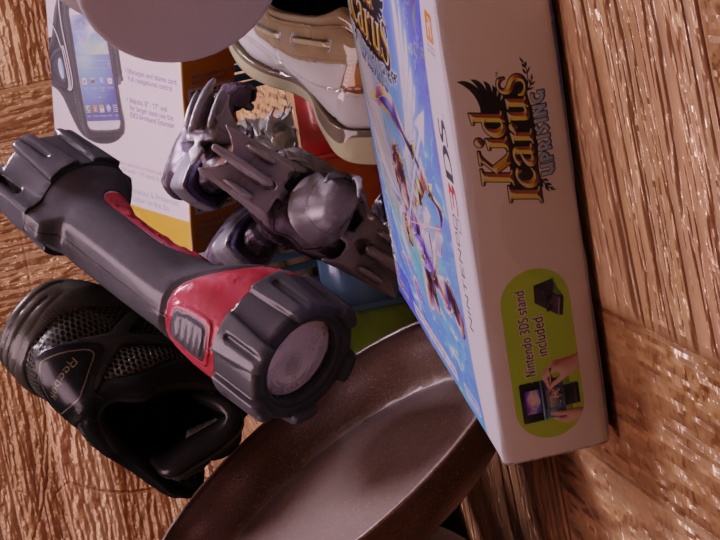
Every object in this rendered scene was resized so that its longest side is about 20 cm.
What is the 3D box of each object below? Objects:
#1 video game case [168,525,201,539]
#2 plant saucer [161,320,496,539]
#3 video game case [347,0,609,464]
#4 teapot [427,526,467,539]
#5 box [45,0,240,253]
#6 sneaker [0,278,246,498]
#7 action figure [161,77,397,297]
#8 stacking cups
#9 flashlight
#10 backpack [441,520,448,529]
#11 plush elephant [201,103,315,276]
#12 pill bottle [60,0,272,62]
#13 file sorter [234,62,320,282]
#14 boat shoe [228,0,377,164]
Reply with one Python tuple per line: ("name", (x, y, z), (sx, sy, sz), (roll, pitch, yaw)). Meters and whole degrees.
("video game case", (-0.103, 0.175, 1.265), (0.181, 0.025, 0.200), (-55, -4, 28))
("plant saucer", (-0.008, 0.092, 1.112), (0.032, 0.200, 0.200), (50, 180, -16))
("video game case", (0.039, -0.047, 1.003), (0.200, 0.045, 0.182), (-121, 21, -68))
("teapot", (0.023, 0.187, 1.174), (0.200, 0.146, 0.197), (50, -163, -7))
("box", (-0.116, -0.118, 1.353), (0.119, 0.041, 0.201), (18, 115, 45))
("sneaker", (-0.073, 0.061, 1.259), (0.114, 0.199, 0.076), (45, 112, 31))
("action figure", (-0.039, -0.039, 1.223), (0.130, 0.069, 0.200), (44, 167, -17))
("stacking cups", (0.000, 0.000, 1.314), (0.061, 0.060, 0.201), (180, 78, -82))
("flashlight", (-0.087, -0.004, 1.197), (0.200, 0.068, 0.068), (36, 172, 38))
("backpack", (-0.011, 0.193, 1.433), (0.200, 0.150, 0.178), (80, 172, -58))
("plush elephant", (-0.116, -0.037, 1.738), (0.200, 0.154, 0.165), (92, 164, -64))
("pill bottle", (-0.100, -0.178, 1.149), (0.200, 0.119, 0.120), (-114, 14, -54))
("file sorter", (-0.073, -0.055, 1.522), (0.200, 0.122, 0.139), (-137, 36, -76))
("boat shoe", (-0.013, -0.117, 1.194), (0.200, 0.074, 0.069), (-136, 33, -57))
